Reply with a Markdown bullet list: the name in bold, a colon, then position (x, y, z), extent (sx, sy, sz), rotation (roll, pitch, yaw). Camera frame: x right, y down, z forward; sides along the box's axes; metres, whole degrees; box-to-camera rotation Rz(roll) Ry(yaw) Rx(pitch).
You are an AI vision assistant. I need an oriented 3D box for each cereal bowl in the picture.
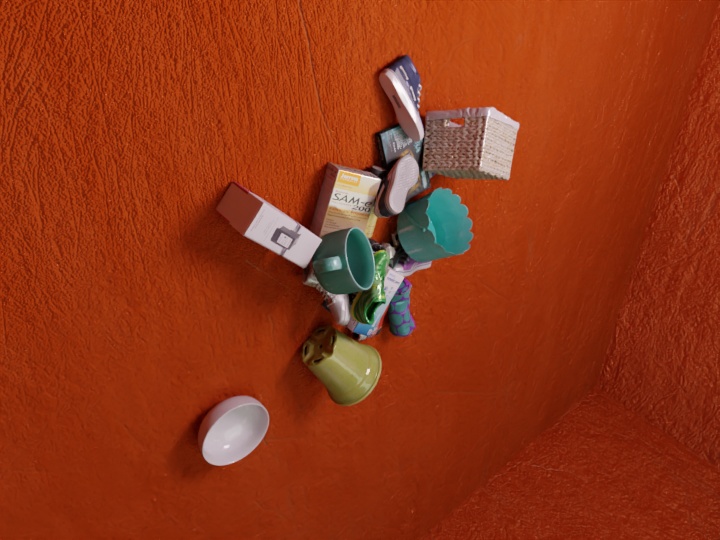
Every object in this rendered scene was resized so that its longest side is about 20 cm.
- **cereal bowl**: position (-0.354, 0.423, 1.444), extent (0.199, 0.083, 0.202), rotation (-24, 131, -31)

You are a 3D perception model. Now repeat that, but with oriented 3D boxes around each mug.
- **mug**: position (-0.055, -0.026, 1.266), extent (0.185, 0.113, 0.154), rotation (44, 43, -50)

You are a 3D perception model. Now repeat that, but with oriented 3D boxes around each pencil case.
- **pencil case**: position (0.127, 0.118, 1.699), extent (0.091, 0.086, 0.202), rotation (-12, 130, -3)

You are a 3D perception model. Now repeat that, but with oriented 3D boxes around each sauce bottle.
- **sauce bottle**: position (0.022, -0.178, 1.423), extent (0.065, 0.066, 0.202), rotation (-4, 116, -42)

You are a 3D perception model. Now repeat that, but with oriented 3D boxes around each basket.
- **basket**: position (0.295, -0.338, 1.433), extent (0.199, 0.197, 0.163), rotation (1, 96, -51)

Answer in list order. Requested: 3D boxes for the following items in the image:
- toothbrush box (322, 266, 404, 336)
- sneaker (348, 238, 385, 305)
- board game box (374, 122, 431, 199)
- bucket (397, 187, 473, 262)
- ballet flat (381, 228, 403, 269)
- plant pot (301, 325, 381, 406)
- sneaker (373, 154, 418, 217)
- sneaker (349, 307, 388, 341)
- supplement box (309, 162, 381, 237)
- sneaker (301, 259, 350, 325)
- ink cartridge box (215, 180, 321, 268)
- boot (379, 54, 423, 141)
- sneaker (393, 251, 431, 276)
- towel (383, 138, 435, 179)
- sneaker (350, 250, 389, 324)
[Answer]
- **toothbrush box**: position (0.007, 0.060, 1.499), extent (0.085, 0.146, 0.201), rotation (25, 98, -52)
- **sneaker**: position (0.000, 0.000, 1.432), extent (0.066, 0.091, 0.201), rotation (18, 112, -27)
- **board game box**: position (0.118, -0.293, 1.428), extent (0.134, 0.028, 0.202), rotation (-28, 120, -25)
- **bucket**: position (0.211, -0.125, 1.524), extent (0.206, 0.134, 0.210), rotation (15, 67, -40)
- **ballet flat**: position (0.098, -0.072, 1.569), extent (0.201, 0.068, 0.069), rotation (-52, 130, -19)
- **plant pot**: position (-0.070, 0.264, 1.551), extent (0.201, 0.200, 0.184), rotation (-49, 127, -6)
- **sneaker**: position (0.086, -0.218, 1.367), extent (0.078, 0.079, 0.201), rotation (45, 50, -24)
- **sneaker**: position (0.023, 0.127, 1.621), extent (0.107, 0.067, 0.203), rotation (-16, 129, -39)
- **supplement box**: position (-0.042, -0.158, 1.344), extent (0.125, 0.074, 0.202), rotation (7, 112, -29)
- **sneaker**: position (-0.099, 0.050, 1.390), extent (0.115, 0.202, 0.073), rotation (1, 156, -39)
- **ink cartridge box**: position (-0.204, -0.100, 1.194), extent (0.199, 0.145, 0.084), rotation (31, 93, -49)
- **boot**: position (0.129, -0.431, 1.329), extent (0.090, 0.072, 0.201), rotation (-44, 125, -17)
- **sneaker**: position (0.152, -0.055, 1.629), extent (0.199, 0.072, 0.116), rotation (-21, 126, -46)
- **towel**: position (0.148, -0.278, 1.506), extent (0.200, 0.024, 0.147), rotation (-44, 139, -13)
- **sneaker**: position (0.041, 0.046, 1.356), extent (0.074, 0.083, 0.202), rotation (3, 110, -47)
